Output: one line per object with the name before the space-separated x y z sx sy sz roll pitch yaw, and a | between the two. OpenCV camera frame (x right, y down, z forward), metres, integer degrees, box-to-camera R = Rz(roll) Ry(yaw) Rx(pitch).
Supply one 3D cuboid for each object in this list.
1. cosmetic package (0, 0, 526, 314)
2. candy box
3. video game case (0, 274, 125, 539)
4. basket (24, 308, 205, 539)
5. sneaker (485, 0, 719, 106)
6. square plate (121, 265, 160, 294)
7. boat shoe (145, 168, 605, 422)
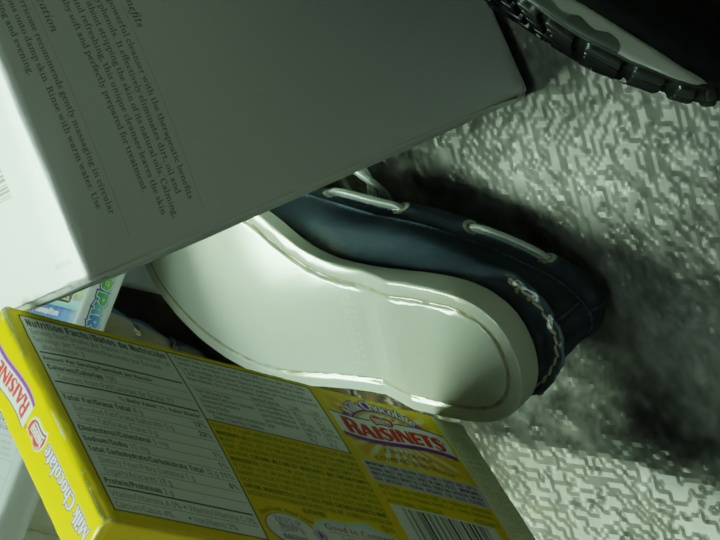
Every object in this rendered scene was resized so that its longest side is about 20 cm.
cosmetic package | -0.053 -0.068 0.936 0.085 0.199 0.108 -21 92 51
candy box | -0.023 0.071 0.904 0.026 0.199 0.102 -57 41 20
video game case | -0.146 0.005 1.089 0.143 0.018 0.201 11 78 46
basket | -0.166 0.083 1.185 0.199 0.139 0.177 -15 60 48
sneaker | 0.049 -0.133 0.882 0.199 0.088 0.076 34 -178 2
square plate | -0.117 -0.090 1.142 0.199 0.028 0.199 10 120 47
boat shoe | 0.000 0.000 1.027 0.199 0.062 0.075 12 123 43
